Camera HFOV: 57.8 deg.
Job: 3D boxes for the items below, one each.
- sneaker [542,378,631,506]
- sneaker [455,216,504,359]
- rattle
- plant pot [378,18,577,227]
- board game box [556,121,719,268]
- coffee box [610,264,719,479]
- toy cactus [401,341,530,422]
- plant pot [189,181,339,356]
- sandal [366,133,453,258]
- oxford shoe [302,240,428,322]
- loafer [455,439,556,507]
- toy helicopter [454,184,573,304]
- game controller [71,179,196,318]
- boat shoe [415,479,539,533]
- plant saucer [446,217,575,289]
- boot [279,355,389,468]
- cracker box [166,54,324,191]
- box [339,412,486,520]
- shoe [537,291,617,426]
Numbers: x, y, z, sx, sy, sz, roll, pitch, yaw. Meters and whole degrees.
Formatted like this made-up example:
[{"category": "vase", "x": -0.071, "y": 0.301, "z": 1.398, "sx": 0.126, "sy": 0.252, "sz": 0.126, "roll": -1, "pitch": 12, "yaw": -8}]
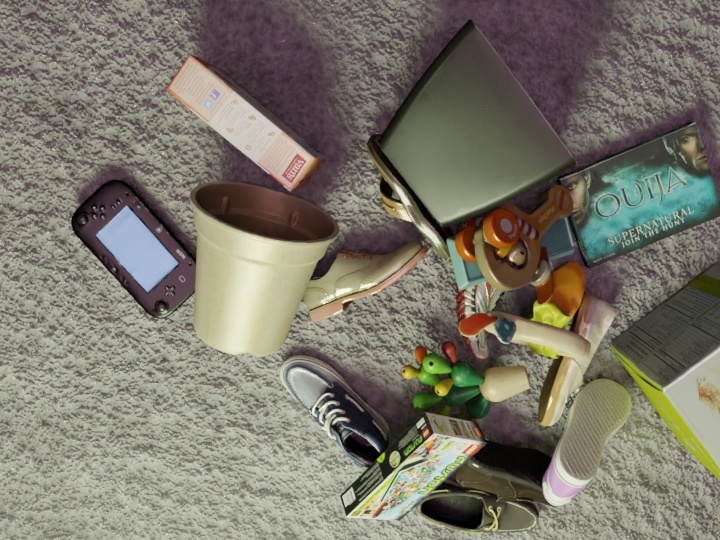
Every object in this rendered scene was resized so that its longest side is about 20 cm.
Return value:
[{"category": "sneaker", "x": 0.313, "y": 0.246, "z": 0.931, "sx": 0.072, "sy": 0.200, "sz": 0.116, "roll": 32, "pitch": 140, "yaw": 23}, {"category": "sneaker", "x": 0.177, "y": 0.026, "z": 0.917, "sx": 0.080, "sy": 0.078, "sz": 0.205, "roll": 0, "pitch": 100, "yaw": 1}, {"category": "rattle", "x": 0.223, "y": 0.039, "z": 0.852, "sx": 0.197, "sy": 0.130, "sz": 0.145, "roll": 22, "pitch": 98, "yaw": -29}, {"category": "plant pot", "x": 0.135, "y": -0.174, "z": 0.835, "sx": 0.176, "sy": 0.200, "sz": 0.201, "roll": -37, "pitch": 97, "yaw": 18}, {"category": "board game box", "x": 0.388, "y": -0.104, "z": 0.912, "sx": 0.197, "sy": 0.028, "sz": 0.137, "roll": -23, "pitch": 99, "yaw": 6}, {"category": "coffee box", "x": 0.491, "y": 0.142, "z": 0.862, "sx": 0.197, "sy": 0.200, "sz": 0.201, "roll": -38, "pitch": 96, "yaw": 8}, {"category": "toy cactus", "x": 0.153, "y": 0.163, "z": 0.912, "sx": 0.162, "sy": 0.103, "sz": 0.202, "roll": -16, "pitch": 126, "yaw": 14}, {"category": "plant pot", "x": -0.146, "y": 0.003, "z": 0.881, "sx": 0.197, "sy": 0.201, "sz": 0.187, "roll": 17, "pitch": 112, "yaw": -1}, {"category": "sandal", "x": 0.064, "y": -0.096, "z": 0.912, "sx": 0.054, "sy": 0.082, "sz": 0.201, "roll": -29, "pitch": 105, "yaw": 28}, {"category": "oxford shoe", "x": 0.000, "y": 0.000, "z": 0.918, "sx": 0.198, "sy": 0.071, "sz": 0.075, "roll": -28, "pitch": 93, "yaw": 11}, {"category": "loafer", "x": 0.222, "y": 0.303, "z": 0.961, "sx": 0.197, "sy": 0.074, "sz": 0.072, "roll": 23, "pitch": 122, "yaw": -15}, {"category": "toy helicopter", "x": 0.224, "y": -0.043, "z": 0.847, "sx": 0.199, "sy": 0.079, "sz": 0.133, "roll": -39, "pitch": 94, "yaw": -32}, {"category": "game controller", "x": -0.320, "y": -0.031, "z": 0.943, "sx": 0.104, "sy": 0.042, "sz": 0.201, "roll": -41, "pitch": 96, "yaw": 8}, {"category": "boat shoe", "x": 0.175, "y": 0.362, "z": 0.980, "sx": 0.197, "sy": 0.061, "sz": 0.073, "roll": 10, "pitch": 101, "yaw": 0}, {"category": "plant saucer", "x": 0.211, "y": -0.034, "z": 0.887, "sx": 0.197, "sy": 0.019, "sz": 0.071, "roll": -16, "pitch": 92, "yaw": -23}, {"category": "boot", "x": -0.037, "y": 0.203, "z": 0.946, "sx": 0.199, "sy": 0.090, "sz": 0.073, "roll": 36, "pitch": 99, "yaw": -4}, {"category": "cracker box", "x": -0.144, "y": -0.191, "z": 0.863, "sx": 0.199, "sy": 0.134, "sz": 0.058, "roll": 39, "pitch": 99, "yaw": -4}, {"category": "box", "x": 0.071, "y": 0.276, "z": 0.905, "sx": 0.109, "sy": 0.035, "sz": 0.201, "roll": 18, "pitch": 123, "yaw": -36}, {"category": "shoe", "x": 0.308, "y": 0.134, "z": 0.933, "sx": 0.052, "sy": 0.070, "sz": 0.204, "roll": 20, "pitch": 97, "yaw": 7}]
